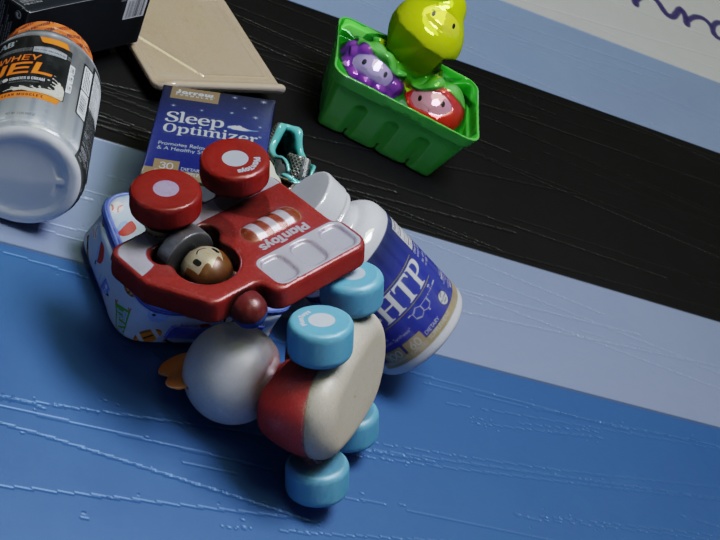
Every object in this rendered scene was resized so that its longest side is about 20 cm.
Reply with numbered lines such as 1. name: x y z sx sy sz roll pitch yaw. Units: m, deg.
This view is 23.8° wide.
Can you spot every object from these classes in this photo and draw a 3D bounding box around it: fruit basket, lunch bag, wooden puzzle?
1. fruit basket: 0.064 -0.247 2.067 0.214 0.216 0.156 25 35 -15
2. lunch bag: -0.164 0.002 1.686 0.199 0.076 0.161 1 49 -39
3. wooden puzzle: -0.205 -0.267 2.008 0.184 0.037 0.200 -3 46 -42

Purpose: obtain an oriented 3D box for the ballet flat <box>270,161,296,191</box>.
1. ballet flat: -0.138 -0.111 1.794 0.199 0.072 0.069 31 37 26

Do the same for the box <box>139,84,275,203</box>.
1. box: -0.152 -0.135 1.736 0.120 0.033 0.201 8 36 -3

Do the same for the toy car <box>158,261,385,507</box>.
1. toy car: -0.089 0.091 1.601 0.198 0.186 0.177 11 31 15

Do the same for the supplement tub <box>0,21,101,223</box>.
1. supplement tub: -0.321 -0.152 1.688 0.122 0.123 0.201 22 36 -19

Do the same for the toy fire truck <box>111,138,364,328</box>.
1. toy fire truck: -0.115 -0.019 1.550 0.199 0.113 0.167 -28 49 -36

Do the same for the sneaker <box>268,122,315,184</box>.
1. sneaker: -0.082 -0.081 1.838 0.077 0.091 0.201 11 41 -30

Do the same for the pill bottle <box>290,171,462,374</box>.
1. pill bottle: 0.000 0.000 1.735 0.200 0.119 0.120 45 29 -24

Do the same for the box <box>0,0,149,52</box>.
1. box: -0.346 -0.297 1.859 0.141 0.079 0.199 37 33 20
